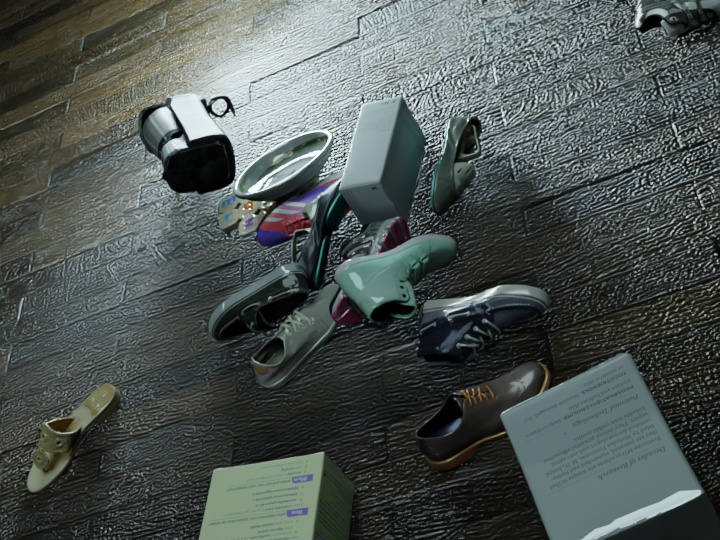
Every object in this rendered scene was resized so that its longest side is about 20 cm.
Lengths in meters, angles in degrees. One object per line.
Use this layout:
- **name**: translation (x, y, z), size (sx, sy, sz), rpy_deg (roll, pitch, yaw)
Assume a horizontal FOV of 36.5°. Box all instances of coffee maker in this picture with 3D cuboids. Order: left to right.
- **coffee maker**: translation (-0.309, -0.252, 2.083), size (0.192, 0.135, 0.200), rpy_deg (-37, 42, -2)

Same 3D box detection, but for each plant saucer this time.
- **plant saucer**: translation (-0.125, -0.170, 1.900), size (0.200, 0.050, 0.200), rpy_deg (-26, 24, 12)

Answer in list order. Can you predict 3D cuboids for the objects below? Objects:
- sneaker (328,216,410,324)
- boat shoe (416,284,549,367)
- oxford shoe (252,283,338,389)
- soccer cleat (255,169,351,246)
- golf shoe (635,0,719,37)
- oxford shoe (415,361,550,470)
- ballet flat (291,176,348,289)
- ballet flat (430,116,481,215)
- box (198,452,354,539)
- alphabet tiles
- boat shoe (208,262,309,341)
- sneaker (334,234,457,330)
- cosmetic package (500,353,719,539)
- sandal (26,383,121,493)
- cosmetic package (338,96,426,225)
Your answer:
- **sneaker**: translation (0.000, 0.000, 1.699), size (0.087, 0.074, 0.200), rpy_deg (5, 57, 45)
- **boat shoe**: translation (0.167, 0.084, 1.517), size (0.200, 0.075, 0.093), rpy_deg (-13, 50, 35)
- **oxford shoe**: translation (-0.094, 0.094, 1.683), size (0.075, 0.058, 0.200), rpy_deg (20, 63, 47)
- **soccer cleat**: translation (-0.086, -0.093, 1.844), size (0.200, 0.068, 0.073), rpy_deg (-31, 46, 2)
- **golf shoe**: translation (0.529, -0.406, 1.729), size (0.200, 0.078, 0.095), rpy_deg (13, 78, 42)
- **oxford shoe**: translation (0.160, 0.179, 1.424), size (0.200, 0.073, 0.071), rpy_deg (-39, 41, -4)
- **ballet flat**: translation (-0.071, -0.069, 1.773), size (0.073, 0.073, 0.201), rpy_deg (9, 76, 39)
- **ballet flat**: translation (0.158, -0.174, 1.755), size (0.064, 0.067, 0.200), rpy_deg (-3, 51, 22)
- **box**: translation (-0.114, 0.357, 1.426), size (0.175, 0.097, 0.200), rpy_deg (-13, 46, 23)
- **alphabet tiles**: translation (-0.165, -0.138, 1.965), size (0.200, 0.015, 0.196), rpy_deg (-26, 37, 11)
- **boat shoe**: translation (-0.163, 0.065, 1.729), size (0.200, 0.071, 0.064), rpy_deg (-36, 52, 25)
- **sneaker**: translation (0.075, 0.020, 1.607), size (0.200, 0.074, 0.118), rpy_deg (-18, 50, -22)
- **cosmetic package**: translation (0.283, 0.240, 1.218), size (0.166, 0.167, 0.200), rpy_deg (-27, 43, 9)
- **sandal**: translation (-0.488, 0.258, 1.782), size (0.078, 0.070, 0.212), rpy_deg (26, 69, 45)
- **cosmetic package**: translation (0.039, -0.176, 1.801), size (0.081, 0.113, 0.200), rpy_deg (-7, 47, 28)
